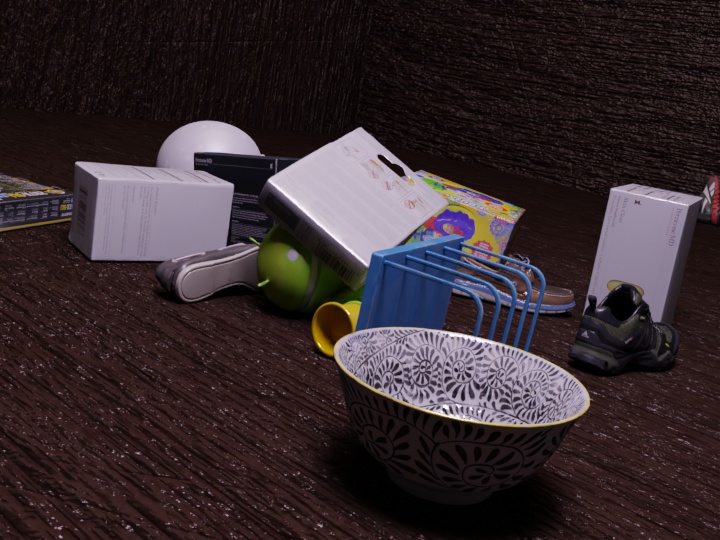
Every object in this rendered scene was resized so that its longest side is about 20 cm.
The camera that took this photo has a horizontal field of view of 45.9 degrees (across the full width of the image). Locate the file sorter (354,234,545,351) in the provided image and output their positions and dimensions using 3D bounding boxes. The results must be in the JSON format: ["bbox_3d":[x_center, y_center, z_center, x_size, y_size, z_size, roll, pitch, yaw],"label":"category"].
[{"bbox_3d":[0.095,0.053,0.878,0.122,0.139,0.200,19,16,27],"label":"file sorter"}]

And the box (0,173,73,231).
[{"bbox_3d":[-0.553,-0.105,1.282,0.159,0.050,0.200,16,14,18],"label":"box"}]

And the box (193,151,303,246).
[{"bbox_3d":[-0.167,-0.105,1.289,0.200,0.142,0.079,12,15,43],"label":"box"}]

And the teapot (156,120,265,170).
[{"bbox_3d":[-0.252,-0.145,1.447,0.197,0.200,0.146,26,38,-32],"label":"teapot"}]

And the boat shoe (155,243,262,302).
[{"bbox_3d":[-0.170,-0.005,1.090,0.057,0.067,0.200,25,23,35],"label":"boat shoe"}]

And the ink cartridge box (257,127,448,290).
[{"bbox_3d":[-0.006,-0.083,1.041,0.162,0.050,0.200,41,41,10],"label":"ink cartridge box"}]

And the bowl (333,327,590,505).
[{"bbox_3d":[0.070,0.120,0.667,0.200,0.095,0.201,9,14,-2],"label":"bowl"}]

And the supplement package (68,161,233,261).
[{"bbox_3d":[-0.298,-0.083,1.215,0.199,0.117,0.117,1,16,-35],"label":"supplement package"}]

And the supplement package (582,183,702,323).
[{"bbox_3d":[0.417,-0.017,1.254,0.111,0.201,0.156,15,15,26],"label":"supplement package"}]

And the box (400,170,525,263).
[{"bbox_3d":[0.154,-0.071,1.418,0.199,0.122,0.193,22,16,10],"label":"box"}]

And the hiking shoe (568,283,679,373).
[{"bbox_3d":[0.344,0.069,1.060,0.200,0.101,0.076,-3,18,-42],"label":"hiking shoe"}]

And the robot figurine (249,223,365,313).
[{"bbox_3d":[-0.040,-0.004,1.065,0.199,0.116,0.176,4,45,-25],"label":"robot figurine"}]

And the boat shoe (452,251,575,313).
[{"bbox_3d":[0.225,0.014,1.270,0.199,0.073,0.072,11,13,6],"label":"boat shoe"}]

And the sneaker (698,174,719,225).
[{"bbox_3d":[1.144,-0.236,2.808,0.098,0.201,0.071,-1,-35,26],"label":"sneaker"}]

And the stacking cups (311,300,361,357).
[{"bbox_3d":[0.026,0.057,0.987,0.060,0.061,0.200,18,14,32],"label":"stacking cups"}]
